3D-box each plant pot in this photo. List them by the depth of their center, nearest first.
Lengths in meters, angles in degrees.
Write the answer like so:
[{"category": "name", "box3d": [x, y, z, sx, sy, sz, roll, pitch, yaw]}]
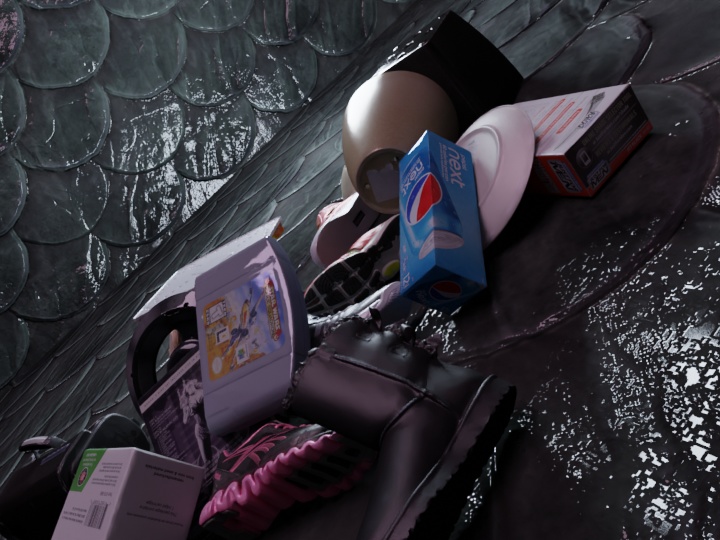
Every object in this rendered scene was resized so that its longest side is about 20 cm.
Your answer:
[{"category": "plant pot", "box3d": [0.051, -0.166, 0.839, 0.186, 0.188, 0.201, -31, 23, 24]}, {"category": "plant pot", "box3d": [0.133, -0.312, 0.993, 0.199, 0.178, 0.200, -19, 31, 42]}]

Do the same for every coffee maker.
[{"category": "coffee maker", "box3d": [-0.411, 0.321, 0.826, 0.199, 0.134, 0.194, -29, 48, 31]}]

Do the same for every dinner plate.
[{"category": "dinner plate", "box3d": [0.132, -0.107, 0.702, 0.200, 0.024, 0.202, -48, 31, 41]}]

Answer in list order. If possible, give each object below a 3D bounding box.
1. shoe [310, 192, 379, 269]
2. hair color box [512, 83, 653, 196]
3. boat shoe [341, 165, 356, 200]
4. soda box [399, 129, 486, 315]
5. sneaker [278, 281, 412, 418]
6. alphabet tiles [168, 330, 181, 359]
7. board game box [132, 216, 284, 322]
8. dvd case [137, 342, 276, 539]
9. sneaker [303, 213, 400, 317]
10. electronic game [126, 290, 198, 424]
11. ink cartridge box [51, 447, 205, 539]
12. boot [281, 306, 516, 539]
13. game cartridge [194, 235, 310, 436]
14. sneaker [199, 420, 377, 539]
[{"category": "shoe", "box3d": [-0.042, -0.062, 0.971, 0.090, 0.072, 0.201, -22, 24, 43]}, {"category": "hair color box", "box3d": [0.222, -0.149, 0.689, 0.111, 0.064, 0.200, -46, 20, -8]}, {"category": "boat shoe", "box3d": [0.004, -0.171, 1.104, 0.059, 0.073, 0.200, -3, 2, -12]}, {"category": "soda box", "box3d": [0.087, -0.058, 0.645, 0.064, 0.067, 0.202, -45, 32, 44]}, {"category": "sneaker", "box3d": [-0.040, 0.063, 0.659, 0.200, 0.075, 0.114, -44, 56, 4]}, {"category": "alphabet tiles", "box3d": [-0.279, 0.144, 0.872, 0.200, 0.014, 0.198, -152, 65, -68]}, {"category": "board game box", "box3d": [-0.209, -0.001, 0.846, 0.198, 0.026, 0.200, -27, 17, 10]}, {"category": "dvd case", "box3d": [-0.169, 0.178, 0.653, 0.149, 0.016, 0.200, -42, 55, 6]}, {"category": "sneaker", "box3d": [0.000, 0.000, 0.790, 0.199, 0.077, 0.085, -39, 14, -21]}, {"category": "electronic game", "box3d": [-0.207, 0.127, 0.738, 0.199, 0.201, 0.042, -38, -7, 9]}, {"category": "ink cartridge box", "box3d": [-0.243, 0.283, 0.560, 0.146, 0.083, 0.202, -17, 52, 45]}, {"category": "boot", "box3d": [0.008, 0.123, 0.440, 0.161, 0.074, 0.199, 20, 52, 31]}, {"category": "game cartridge", "box3d": [-0.121, 0.064, 0.645, 0.132, 0.041, 0.202, -30, 56, 22]}, {"category": "sneaker", "box3d": [-0.071, 0.172, 0.546, 0.199, 0.079, 0.096, -32, 33, 19]}]
